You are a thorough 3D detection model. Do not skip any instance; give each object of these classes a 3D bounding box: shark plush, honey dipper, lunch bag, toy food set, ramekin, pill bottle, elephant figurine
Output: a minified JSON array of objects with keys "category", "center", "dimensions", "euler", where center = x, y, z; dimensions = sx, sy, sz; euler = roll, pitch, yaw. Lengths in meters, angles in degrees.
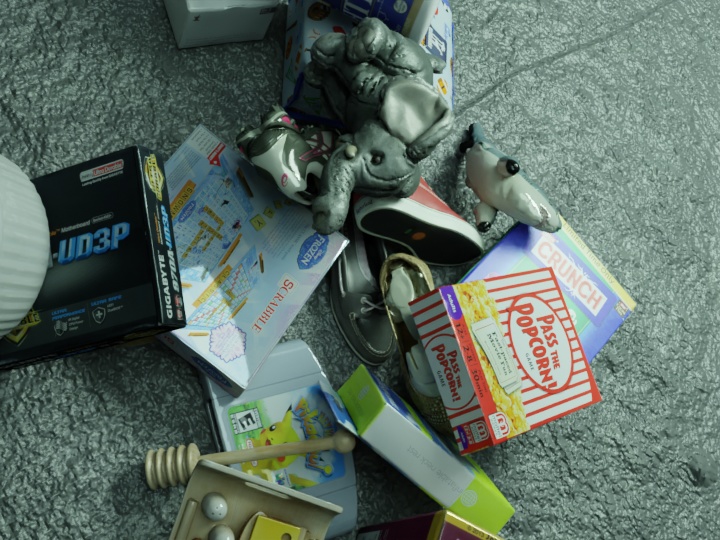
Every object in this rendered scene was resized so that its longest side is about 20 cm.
[{"category":"shark plush","center":[0.162,-0.106,1.094],"dimensions":[0.082,0.200,0.092],"euler":[8,113,-23]},{"category":"honey dipper","center":[-0.101,0.174,0.873],"dimensions":[0.196,0.038,0.039],"euler":[-8,72,3]},{"category":"lunch bag","center":[0.019,-0.255,1.077],"dimensions":[0.197,0.124,0.173],"euler":[11,67,-19]},{"category":"toy food set","center":[-0.111,0.288,0.838],"dimensions":[0.142,0.060,0.203],"euler":[21,83,-14]},{"category":"ramekin","center":[-0.361,-0.022,0.799],"dimensions":[0.197,0.105,0.204],"euler":[-2,84,21]},{"category":"pill bottle","center":[-0.004,-0.329,0.969],"dimensions":[0.197,0.120,0.121],"euler":[25,63,0]},{"category":"elephant figurine","center":[0.022,-0.130,0.916],"dimensions":[0.153,0.141,0.203],"euler":[-21,68,13]}]

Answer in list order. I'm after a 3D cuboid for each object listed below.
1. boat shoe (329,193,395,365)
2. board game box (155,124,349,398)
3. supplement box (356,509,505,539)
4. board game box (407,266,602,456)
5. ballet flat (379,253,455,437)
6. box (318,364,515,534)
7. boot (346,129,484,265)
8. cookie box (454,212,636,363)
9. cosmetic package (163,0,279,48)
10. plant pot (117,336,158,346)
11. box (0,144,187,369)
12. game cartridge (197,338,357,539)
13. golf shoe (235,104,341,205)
[{"category":"boat shoe","center":[0.000,0.000,1.014],"dimensions":[0.066,0.057,0.203],"euler":[-7,74,-25]},{"category":"board game box","center":[-0.143,-0.013,0.935],"dimensions":[0.199,0.041,0.201],"euler":[38,62,-3]},{"category":"supplement box","center":[0.072,0.301,0.854],"dimensions":[0.130,0.200,0.104],"euler":[28,63,-11]},{"category":"board game box","center":[0.149,0.083,0.932],"dimensions":[0.198,0.046,0.154],"euler":[-9,76,-46]},{"category":"ballet flat","center":[0.060,0.070,0.939],"dimensions":[0.070,0.065,0.202],"euler":[-28,62,13]},{"category":"box","center":[0.052,0.171,0.918],"dimensions":[0.200,0.122,0.048],"euler":[42,91,-16]},{"category":"boot","center":[0.064,-0.093,1.048],"dimensions":[0.199,0.072,0.146],"euler":[25,48,-43]},{"category":"cookie box","center":[0.195,0.047,1.069],"dimensions":[0.172,0.075,0.200],"euler":[48,60,0]},{"category":"cosmetic package","center":[-0.177,-0.364,1.060],"dimensions":[0.111,0.081,0.203],"euler":[-11,77,-25]},{"category":"plant pot","center":[-0.239,-0.026,0.941],"dimensions":[0.197,0.027,0.203],"euler":[8,68,-19]},{"category":"box","center":[-0.259,-0.007,0.839],"dimensions":[0.197,0.046,0.162],"euler":[-13,80,19]},{"category":"game cartridge","center":[-0.077,0.174,0.933],"dimensions":[0.132,0.040,0.203],"euler":[-11,76,-29]},{"category":"golf shoe","center":[-0.059,-0.105,0.973],"dimensions":[0.089,0.077,0.199],"euler":[58,18,11]}]
